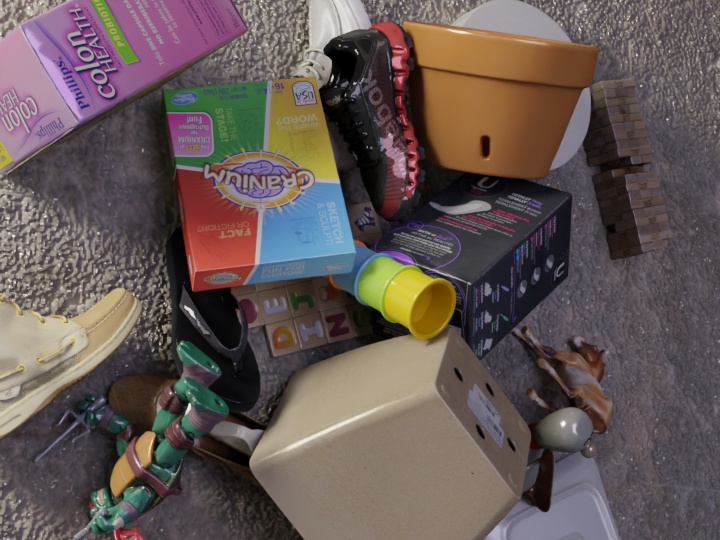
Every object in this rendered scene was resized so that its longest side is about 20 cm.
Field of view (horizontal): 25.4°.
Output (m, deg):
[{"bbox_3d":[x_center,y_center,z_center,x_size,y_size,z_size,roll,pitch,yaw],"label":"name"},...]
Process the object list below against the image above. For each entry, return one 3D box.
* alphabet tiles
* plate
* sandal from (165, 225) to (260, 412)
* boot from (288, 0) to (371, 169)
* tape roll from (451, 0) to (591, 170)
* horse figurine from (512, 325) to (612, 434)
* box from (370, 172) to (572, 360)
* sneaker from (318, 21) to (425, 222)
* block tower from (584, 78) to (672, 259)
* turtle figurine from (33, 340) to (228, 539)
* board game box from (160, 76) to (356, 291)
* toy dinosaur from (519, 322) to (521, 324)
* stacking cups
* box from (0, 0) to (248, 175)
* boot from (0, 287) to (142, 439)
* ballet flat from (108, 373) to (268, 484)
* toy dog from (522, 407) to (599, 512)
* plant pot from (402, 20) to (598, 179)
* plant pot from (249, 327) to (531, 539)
[{"bbox_3d":[-0.055,-0.006,1.600,0.200,0.006,0.166,-12,86,-35],"label":"alphabet tiles"},{"bbox_3d":[0.214,0.313,1.689,0.200,0.032,0.200,-19,90,-36],"label":"plate"},{"bbox_3d":[-0.139,0.039,1.468,0.076,0.043,0.200,0,57,-32],"label":"sandal"},{"bbox_3d":[-0.037,-0.199,1.616,0.096,0.074,0.200,-10,84,-39],"label":"boot"},{"bbox_3d":[0.171,-0.202,1.780,0.203,0.037,0.203,9,73,-33],"label":"tape roll"},{"bbox_3d":[0.222,0.119,1.686,0.133,0.050,0.200,34,19,-23],"label":"horse figurine"},{"bbox_3d":[0.113,-0.007,1.606,0.200,0.122,0.106,-38,138,-42],"label":"box"},{"bbox_3d":[0.006,-0.145,1.565,0.098,0.071,0.200,-5,88,-33],"label":"sneaker"},{"bbox_3d":[0.302,-0.117,1.837,0.054,0.058,0.200,-10,86,-35],"label":"block tower"},{"bbox_3d":[-0.198,0.163,1.394,0.101,0.200,0.150,29,19,-43],"label":"turtle figurine"},{"bbox_3d":[-0.098,-0.084,1.501,0.153,0.040,0.200,-7,63,-12],"label":"board game box"},{"bbox_3d":[0.081,0.107,1.646,0.101,0.058,0.200,47,65,-33],"label":"toy dinosaur"},{"bbox_3d":[0.000,0.000,1.514,0.060,0.200,0.061,-24,127,-36],"label":"stacking cups"},{"bbox_3d":[-0.234,-0.189,1.419,0.200,0.176,0.097,-36,100,-34],"label":"box"},{"bbox_3d":[-0.299,0.037,1.385,0.200,0.073,0.155,-41,105,-28],"label":"boot"},{"bbox_3d":[-0.134,0.146,1.469,0.200,0.072,0.068,31,68,-24],"label":"ballet flat"},{"bbox_3d":[0.180,0.197,1.600,0.096,0.200,0.132,43,82,-8],"label":"toy dog"},{"bbox_3d":[0.132,-0.173,1.628,0.200,0.200,0.140,2,102,-34],"label":"plant pot"},{"bbox_3d":[0.045,0.169,1.472,0.200,0.177,0.200,53,21,-12],"label":"plant pot"}]
